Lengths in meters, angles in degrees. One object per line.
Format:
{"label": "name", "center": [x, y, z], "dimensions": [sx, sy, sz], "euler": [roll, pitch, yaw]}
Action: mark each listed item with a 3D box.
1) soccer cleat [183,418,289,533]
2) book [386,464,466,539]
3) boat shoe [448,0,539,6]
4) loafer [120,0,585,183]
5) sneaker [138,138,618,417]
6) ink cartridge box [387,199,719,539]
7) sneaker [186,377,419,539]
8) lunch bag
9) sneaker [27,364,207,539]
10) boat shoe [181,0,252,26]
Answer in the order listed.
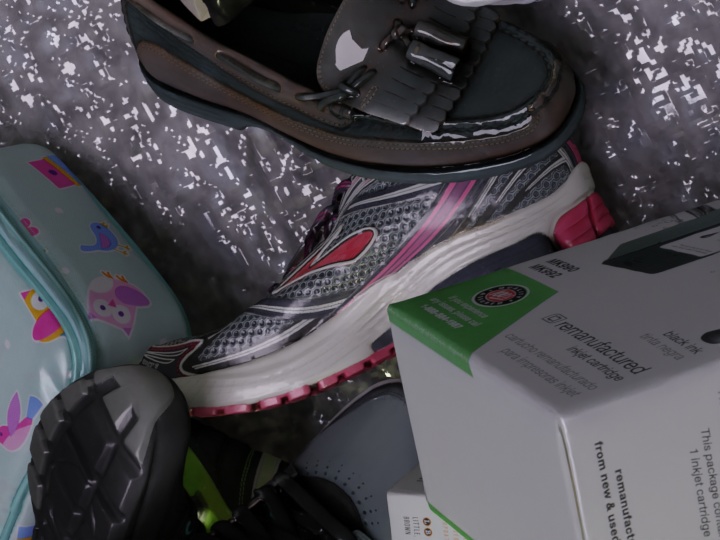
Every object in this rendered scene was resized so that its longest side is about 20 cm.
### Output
{"label": "soccer cleat", "center": [-0.030, 0.113, 1.054], "dimensions": [0.200, 0.081, 0.068], "euler": [27, 115, 41]}
{"label": "book", "center": [0.128, 0.074, 0.903], "dimensions": [0.200, 0.134, 0.048], "euler": [1, 106, 29]}
{"label": "boat shoe", "center": [0.103, -0.152, 0.856], "dimensions": [0.074, 0.067, 0.200], "euler": [47, 126, 2]}
{"label": "loafer", "center": [-0.012, -0.083, 0.931], "dimensions": [0.200, 0.072, 0.063], "euler": [13, 150, 33]}
{"label": "sneaker", "center": [0.000, 0.000, 0.970], "dimensions": [0.200, 0.081, 0.075], "euler": [-27, 86, 13]}
{"label": "ink cartridge box", "center": [0.130, 0.035, 0.822], "dimensions": [0.146, 0.200, 0.084], "euler": [-149, 44, -65]}
{"label": "sneaker", "center": [-0.046, 0.116, 0.921], "dimensions": [0.084, 0.121, 0.200], "euler": [33, 89, 29]}
{"label": "lunch bag", "center": [-0.165, 0.053, 1.072], "dimensions": [0.160, 0.077, 0.200], "euler": [48, 127, 28]}
{"label": "sneaker", "center": [-0.093, 0.108, 0.994], "dimensions": [0.075, 0.079, 0.200], "euler": [61, 145, 35]}
{"label": "boat shoe", "center": [-0.073, -0.185, 0.947], "dimensions": [0.200, 0.093, 0.075], "euler": [51, 171, 25]}
